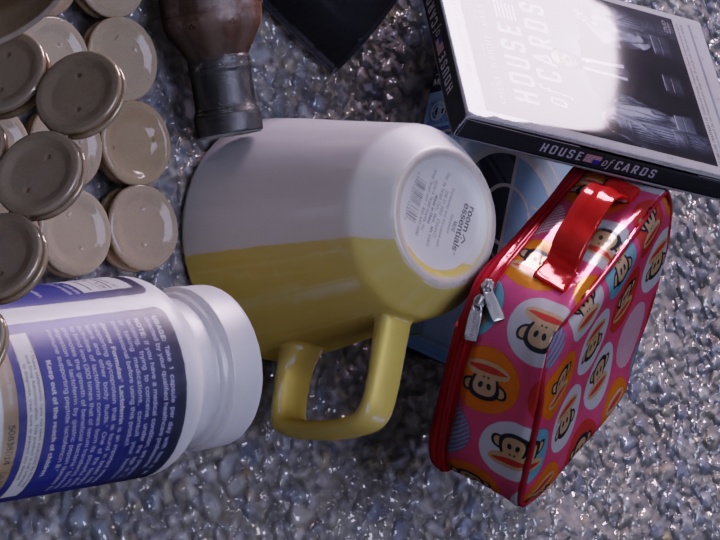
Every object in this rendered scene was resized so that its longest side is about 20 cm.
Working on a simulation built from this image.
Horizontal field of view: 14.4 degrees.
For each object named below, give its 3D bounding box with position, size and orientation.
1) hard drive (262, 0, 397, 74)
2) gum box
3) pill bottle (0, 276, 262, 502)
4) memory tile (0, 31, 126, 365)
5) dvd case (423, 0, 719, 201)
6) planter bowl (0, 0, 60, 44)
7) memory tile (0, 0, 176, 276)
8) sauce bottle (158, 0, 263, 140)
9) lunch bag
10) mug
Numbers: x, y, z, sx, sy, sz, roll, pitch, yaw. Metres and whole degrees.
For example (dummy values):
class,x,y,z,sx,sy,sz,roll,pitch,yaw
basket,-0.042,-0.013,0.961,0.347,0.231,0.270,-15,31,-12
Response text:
class,x,y,z,sx,sy,sz,roll,pitch,yaw
hard drive,-0.005,-0.239,1.793,0.135,0.042,0.200,44,59,-29
gum box,0.104,-0.022,1.863,0.170,0.045,0.200,26,68,-36
pill bottle,-0.159,0.063,1.572,0.200,0.116,0.116,-7,89,-41
memory tile,-0.218,-0.039,1.509,0.200,0.153,0.017,-66,152,-16
dvd case,0.136,-0.119,1.755,0.200,0.025,0.150,13,44,-24
planter bowl,-0.240,-0.228,1.502,0.200,0.200,0.135,36,37,-33
memory tile,-0.176,-0.095,1.633,0.153,0.017,0.200,-7,89,-42
sauce bottle,-0.093,-0.178,1.696,0.065,0.065,0.200,-10,94,-42
lunch bag,0.120,0.027,1.722,0.200,0.082,0.176,-47,154,-48
mug,0.004,-0.008,1.701,0.149,0.153,0.187,-26,103,-41
